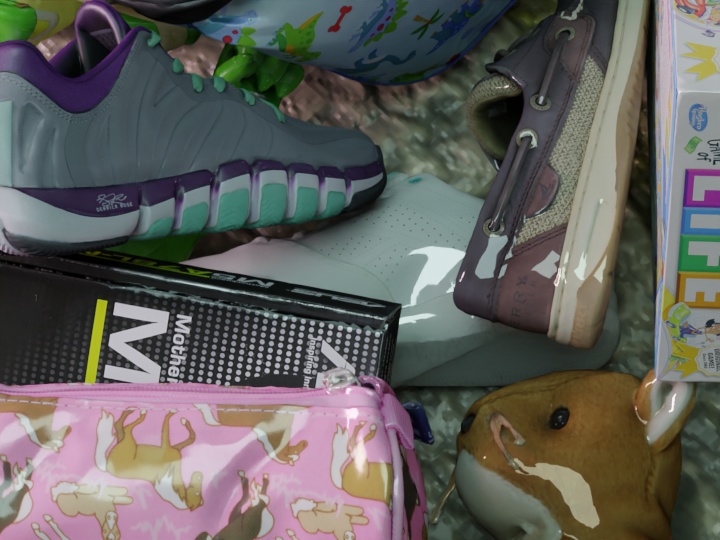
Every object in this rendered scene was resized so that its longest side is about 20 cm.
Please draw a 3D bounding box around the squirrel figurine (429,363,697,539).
[{"bbox_3d":[0.104,0.133,0.986,0.199,0.142,0.188,12,61,-6],"label":"squirrel figurine"}]

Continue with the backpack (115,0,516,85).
[{"bbox_3d":[-0.008,-0.149,1.044,0.154,0.200,0.163,40,98,5],"label":"backpack"}]

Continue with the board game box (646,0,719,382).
[{"bbox_3d":[0.127,-0.076,0.997,0.034,0.135,0.201,1,43,4],"label":"board game box"}]

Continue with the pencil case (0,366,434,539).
[{"bbox_3d":[-0.076,0.077,0.933,0.198,0.083,0.087,0,68,9],"label":"pencil case"}]

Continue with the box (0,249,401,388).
[{"bbox_3d":[-0.093,0.094,1.002,0.192,0.048,0.201,11,99,10],"label":"box"}]

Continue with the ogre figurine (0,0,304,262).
[{"bbox_3d":[-0.131,-0.047,1.054,0.098,0.199,0.121,25,107,49],"label":"ogre figurine"}]

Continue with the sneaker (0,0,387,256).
[{"bbox_3d":[-0.064,-0.057,0.992,0.074,0.199,0.088,0,97,42],"label":"sneaker"}]

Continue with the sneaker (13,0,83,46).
[{"bbox_3d":[-0.148,-0.185,1.144,0.104,0.076,0.201,-16,69,-20],"label":"sneaker"}]

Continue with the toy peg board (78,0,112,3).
[{"bbox_3d":[-0.150,-0.237,1.070,0.199,0.098,0.200,23,47,-3],"label":"toy peg board"}]

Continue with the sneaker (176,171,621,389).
[{"bbox_3d":[0.000,0.000,1.064,0.198,0.075,0.089,-1,61,-4],"label":"sneaker"}]

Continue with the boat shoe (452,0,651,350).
[{"bbox_3d":[0.073,-0.060,1.035,0.064,0.072,0.201,10,55,-1],"label":"boat shoe"}]
